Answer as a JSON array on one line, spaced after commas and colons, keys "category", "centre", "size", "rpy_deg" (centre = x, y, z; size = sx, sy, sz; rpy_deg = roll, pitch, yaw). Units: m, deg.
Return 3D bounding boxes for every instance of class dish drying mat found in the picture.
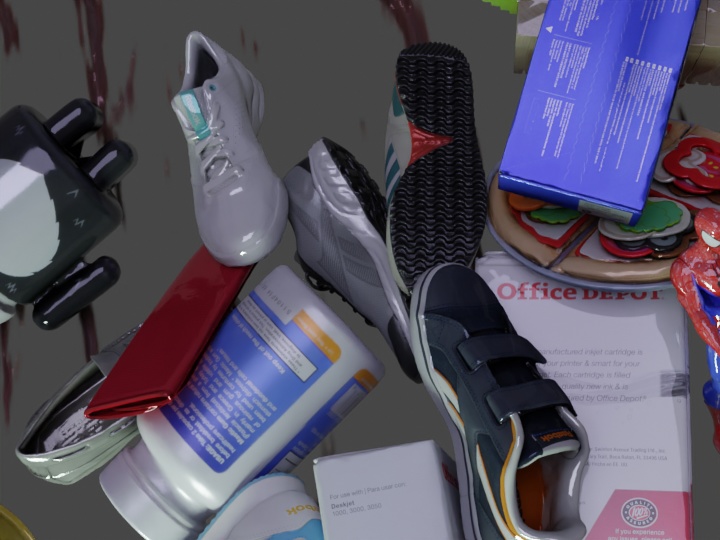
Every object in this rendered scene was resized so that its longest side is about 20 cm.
[{"category": "dish drying mat", "centre": [-0.123, 0.032, 0.847], "size": [0.076, 0.018, 0.200], "rpy_deg": [-14, 31, 28]}]

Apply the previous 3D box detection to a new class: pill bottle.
[{"category": "pill bottle", "centre": [-0.087, 0.103, 0.845], "size": [0.200, 0.112, 0.112], "rpy_deg": [-44, 72, -3]}]

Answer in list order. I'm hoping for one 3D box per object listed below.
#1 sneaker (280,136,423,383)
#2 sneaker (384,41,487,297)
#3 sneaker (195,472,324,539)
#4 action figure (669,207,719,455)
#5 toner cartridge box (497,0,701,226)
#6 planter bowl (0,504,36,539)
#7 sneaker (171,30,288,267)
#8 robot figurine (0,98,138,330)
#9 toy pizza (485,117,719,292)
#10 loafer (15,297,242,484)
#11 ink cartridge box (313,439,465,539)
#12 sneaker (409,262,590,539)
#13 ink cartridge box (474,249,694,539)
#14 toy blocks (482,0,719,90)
[{"category": "sneaker", "centre": [0.000, 0.000, 0.885], "size": [0.079, 0.074, 0.201], "rpy_deg": [-36, 69, 17]}, {"category": "sneaker", "centre": [0.052, -0.062, 0.870], "size": [0.070, 0.094, 0.201], "rpy_deg": [0, 67, -1]}, {"category": "sneaker", "centre": [-0.092, 0.235, 0.802], "size": [0.200, 0.076, 0.081], "rpy_deg": [-55, 44, 14]}, {"category": "action figure", "centre": [0.248, 0.051, 0.737], "size": [0.065, 0.201, 0.099], "rpy_deg": [-29, 32, -7]}, {"category": "toner cartridge box", "centre": [0.160, -0.138, 0.764], "size": [0.094, 0.043, 0.201], "rpy_deg": [17, 82, 7]}, {"category": "planter bowl", "centre": [-0.332, 0.258, 0.866], "size": [0.199, 0.083, 0.202], "rpy_deg": [-3, 74, 10]}, {"category": "sneaker", "centre": [-0.109, -0.094, 0.885], "size": [0.075, 0.089, 0.201], "rpy_deg": [-22, 52, 11]}, {"category": "robot figurine", "centre": [-0.265, -0.046, 0.912], "size": [0.200, 0.125, 0.150], "rpy_deg": [-41, 59, -2]}, {"category": "toy pizza", "centre": [0.183, -0.059, 0.825], "size": [0.199, 0.032, 0.201], "rpy_deg": [-6, 40, 5]}, {"category": "loafer", "centre": [-0.170, 0.084, 0.887], "size": [0.200, 0.070, 0.070], "rpy_deg": [-43, 69, -4]}, {"category": "ink cartridge box", "centre": [0.036, 0.220, 0.771], "size": [0.084, 0.145, 0.201], "rpy_deg": [-13, 73, 7]}, {"category": "sneaker", "centre": [0.093, 0.083, 0.736], "size": [0.078, 0.079, 0.201], "rpy_deg": [-7, 76, -35]}, {"category": "ink cartridge box", "centre": [0.150, 0.092, 0.817], "size": [0.145, 0.085, 0.201], "rpy_deg": [0, 77, 11]}, {"category": "toy blocks", "centre": [0.187, -0.165, 0.857], "size": [0.199, 0.137, 0.101], "rpy_deg": [5, 80, 7]}]
